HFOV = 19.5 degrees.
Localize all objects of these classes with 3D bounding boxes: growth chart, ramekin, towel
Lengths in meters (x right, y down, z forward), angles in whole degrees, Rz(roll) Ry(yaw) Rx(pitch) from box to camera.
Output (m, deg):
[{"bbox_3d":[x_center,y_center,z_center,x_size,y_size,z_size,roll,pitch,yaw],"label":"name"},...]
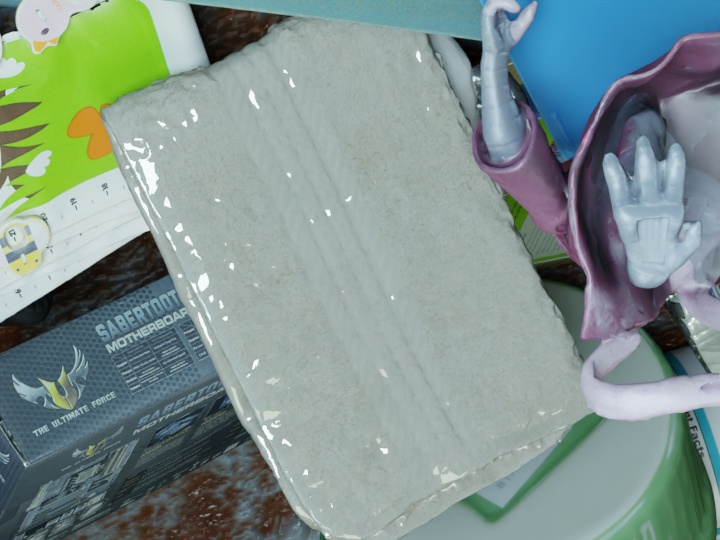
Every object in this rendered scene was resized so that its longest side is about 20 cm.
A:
[{"bbox_3d":[-0.136,-0.032,0.789,0.199,0.018,0.145,-35,136,-6],"label":"growth chart"},{"bbox_3d":[0.069,0.098,1.007,0.198,0.201,0.098,-18,138,-2],"label":"ramekin"},{"bbox_3d":[0.000,0.000,0.805,0.132,0.201,0.034,-28,-170,-14],"label":"towel"}]

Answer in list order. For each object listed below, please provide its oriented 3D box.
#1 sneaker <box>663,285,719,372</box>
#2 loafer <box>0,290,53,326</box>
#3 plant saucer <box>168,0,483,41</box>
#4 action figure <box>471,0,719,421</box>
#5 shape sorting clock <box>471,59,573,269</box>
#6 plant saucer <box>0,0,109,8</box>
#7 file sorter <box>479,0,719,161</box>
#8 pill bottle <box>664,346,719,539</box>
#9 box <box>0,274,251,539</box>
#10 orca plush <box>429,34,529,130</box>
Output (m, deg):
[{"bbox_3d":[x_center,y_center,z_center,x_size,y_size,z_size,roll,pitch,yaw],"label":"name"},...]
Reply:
[{"bbox_3d":[0.188,0.002,1.006,0.089,0.079,0.200,-34,165,6],"label":"sneaker"},{"bbox_3d":[-0.207,-0.023,0.832,0.071,0.074,0.199,-28,143,32],"label":"loafer"},{"bbox_3d":[-0.047,-0.114,0.735,0.198,0.070,0.019,3,123,-28],"label":"plant saucer"},{"bbox_3d":[0.107,-0.025,0.688,0.132,0.151,0.200,-2,174,-9],"label":"action figure"},{"bbox_3d":[0.094,-0.054,0.946,0.198,0.040,0.200,-17,154,-8],"label":"shape sorting clock"},{"bbox_3d":[-0.097,-0.159,0.730,0.198,0.028,0.201,-12,143,-9],"label":"plant saucer"},{"bbox_3d":[0.087,-0.163,0.728,0.138,0.123,0.200,-25,144,9],"label":"file sorter"},{"bbox_3d":[0.145,0.108,1.123,0.198,0.111,0.111,-17,145,-4],"label":"pill bottle"},{"bbox_3d":[-0.087,0.052,0.908,0.199,0.051,0.158,-27,167,-29],"label":"box"},{"bbox_3d":[0.026,-0.034,0.865,0.105,0.071,0.201,-33,100,-1],"label":"orca plush"}]
